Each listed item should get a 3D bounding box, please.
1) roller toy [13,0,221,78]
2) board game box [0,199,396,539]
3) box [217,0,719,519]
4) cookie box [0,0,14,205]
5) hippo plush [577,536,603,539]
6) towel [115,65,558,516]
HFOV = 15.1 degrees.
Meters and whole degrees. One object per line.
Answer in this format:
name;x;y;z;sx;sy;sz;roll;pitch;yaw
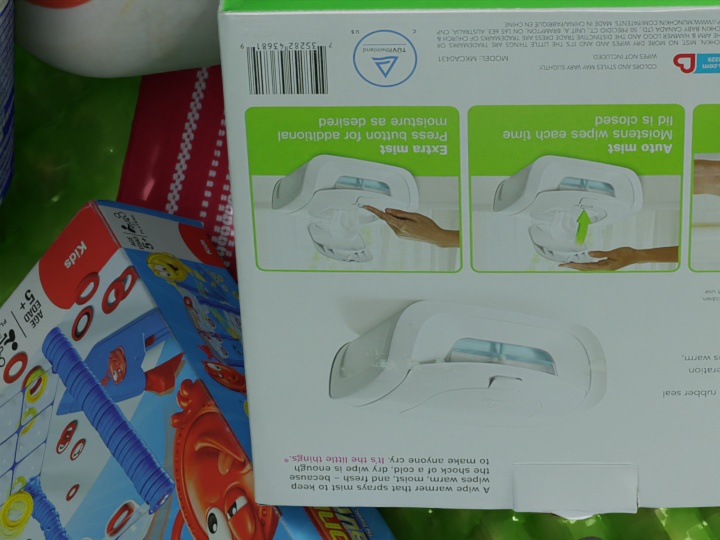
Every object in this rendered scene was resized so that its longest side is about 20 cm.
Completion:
roller toy;-0.055;-0.162;0.917;0.200;0.140;0.183;12;108;48
board game box;-0.089;0.115;0.918;0.200;0.056;0.196;-49;53;21
box;0.064;-0.022;0.811;0.199;0.097;0.177;-1;124;4
cookie box;-0.194;-0.118;0.843;0.171;0.075;0.201;0;105;-5
hippo plush;0.071;0.205;0.847;0.200;0.159;0.161;36;60;24
towel;0.000;0.000;0.976;0.199;0.022;0.145;12;88;14
